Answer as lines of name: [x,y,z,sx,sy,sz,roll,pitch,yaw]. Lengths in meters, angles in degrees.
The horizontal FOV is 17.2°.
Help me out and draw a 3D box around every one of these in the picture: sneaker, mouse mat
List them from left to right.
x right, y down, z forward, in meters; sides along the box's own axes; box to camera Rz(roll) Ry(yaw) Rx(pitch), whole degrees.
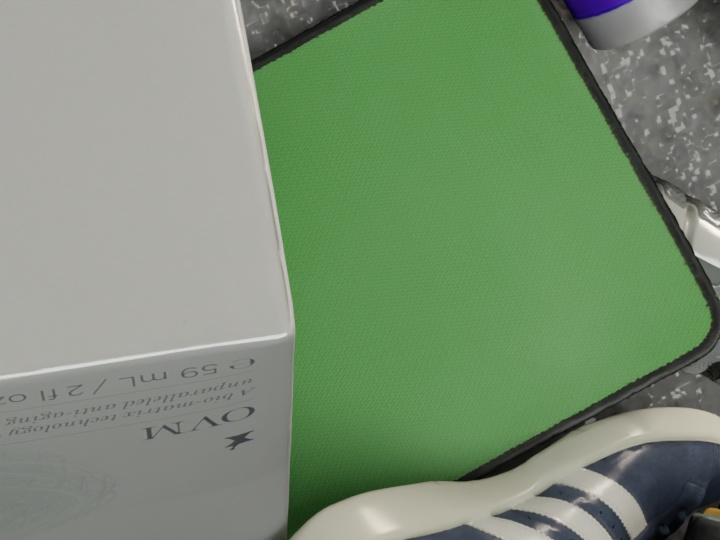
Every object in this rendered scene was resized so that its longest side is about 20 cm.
mouse mat: [0.000,0.000,0.792,0.200,0.008,0.161,-29,84,0]
sneaker: [0.060,0.105,0.771,0.200,0.075,0.085,-14,66,-36]
sneaker: [0.093,0.026,0.846,0.200,0.075,0.116,30,94,-9]

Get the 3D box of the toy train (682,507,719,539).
toy train: [0.113,0.168,0.757,0.085,0.114,0.200,17,81,20]

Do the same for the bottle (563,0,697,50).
bottle: [0.051,-0.170,0.798,0.083,0.065,0.200,-37,108,-15]

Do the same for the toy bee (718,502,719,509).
toy bee: [0.136,0.188,0.854,0.131,0.109,0.200,-8,107,-25]

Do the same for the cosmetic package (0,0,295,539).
cosmetic package: [-0.125,0.015,0.672,0.199,0.200,0.123,-9,70,-5]
